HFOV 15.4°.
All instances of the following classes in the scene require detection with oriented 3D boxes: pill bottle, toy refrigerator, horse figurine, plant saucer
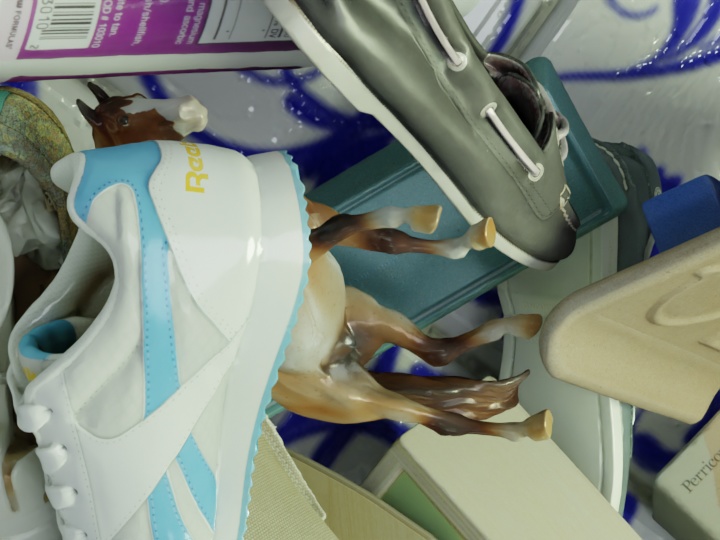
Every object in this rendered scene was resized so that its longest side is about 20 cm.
[{"bbox_3d":[-0.057,-0.123,0.904,0.199,0.112,0.113,-5,108,-26],"label":"pill bottle"},{"bbox_3d":[0.079,0.146,1.007,0.070,0.200,0.076,-31,165,-45],"label":"toy refrigerator"},{"bbox_3d":[-0.007,0.010,0.926,0.200,0.132,0.050,57,43,-51],"label":"horse figurine"},{"bbox_3d":[0.000,0.000,0.990,0.200,0.019,0.070,-30,107,4],"label":"plant saucer"}]

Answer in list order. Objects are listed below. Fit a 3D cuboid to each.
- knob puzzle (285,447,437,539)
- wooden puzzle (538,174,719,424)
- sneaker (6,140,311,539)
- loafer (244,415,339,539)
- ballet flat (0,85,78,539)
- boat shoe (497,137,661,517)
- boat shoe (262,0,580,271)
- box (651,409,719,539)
[{"bbox_3d":[-0.025,0.164,1.008,0.219,0.030,0.220,1,95,16],"label":"knob puzzle"},{"bbox_3d":[0.173,-0.016,0.968,0.200,0.046,0.185,-30,161,18],"label":"wooden puzzle"},{"bbox_3d":[-0.076,0.052,0.852,0.081,0.077,0.201,6,108,-18],"label":"sneaker"},{"bbox_3d":[-0.039,0.102,0.946,0.076,0.068,0.201,-29,100,-44],"label":"loafer"},{"bbox_3d":[-0.123,0.040,0.886,0.070,0.071,0.201,-5,103,-26],"label":"ballet flat"},{"bbox_3d":[0.089,0.045,1.056,0.062,0.073,0.201,-13,110,-49],"label":"boat shoe"},{"bbox_3d":[0.037,-0.061,0.892,0.057,0.067,0.200,-37,141,11],"label":"boat shoe"},{"bbox_3d":[0.220,0.129,1.080,0.095,0.200,0.078,-46,165,-7],"label":"box"}]
